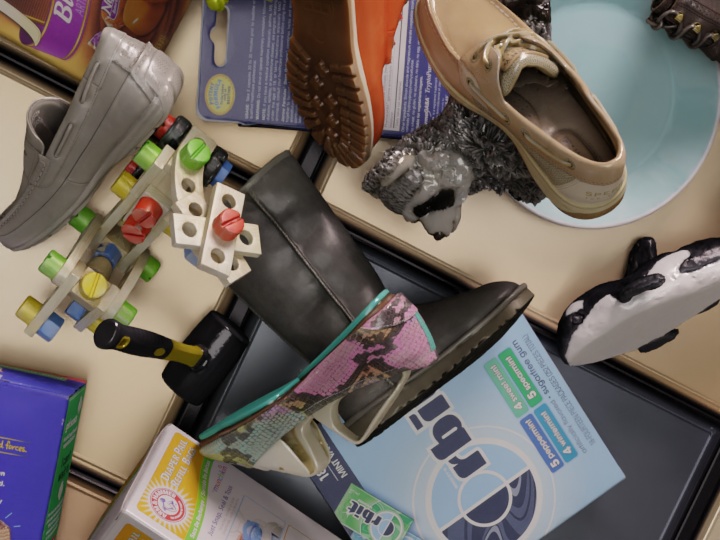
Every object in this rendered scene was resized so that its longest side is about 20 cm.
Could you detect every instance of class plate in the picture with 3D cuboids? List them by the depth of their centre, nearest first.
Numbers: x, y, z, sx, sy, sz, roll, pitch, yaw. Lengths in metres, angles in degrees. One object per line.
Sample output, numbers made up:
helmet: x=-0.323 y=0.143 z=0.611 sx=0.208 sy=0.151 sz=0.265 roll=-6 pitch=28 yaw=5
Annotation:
plate: x=0.174 y=-0.133 z=0.919 sx=0.197 sy=0.026 sz=0.204 roll=-1 pitch=95 yaw=-7

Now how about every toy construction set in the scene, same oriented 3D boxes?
toy construction set: x=-0.146 y=-0.026 z=0.823 sx=0.092 sy=0.198 sz=0.132 roll=48 pitch=45 yaw=-24

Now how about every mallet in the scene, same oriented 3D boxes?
mallet: x=-0.123 y=0.045 z=0.820 sx=0.041 sy=0.200 sz=0.066 roll=39 pitch=84 yaw=15

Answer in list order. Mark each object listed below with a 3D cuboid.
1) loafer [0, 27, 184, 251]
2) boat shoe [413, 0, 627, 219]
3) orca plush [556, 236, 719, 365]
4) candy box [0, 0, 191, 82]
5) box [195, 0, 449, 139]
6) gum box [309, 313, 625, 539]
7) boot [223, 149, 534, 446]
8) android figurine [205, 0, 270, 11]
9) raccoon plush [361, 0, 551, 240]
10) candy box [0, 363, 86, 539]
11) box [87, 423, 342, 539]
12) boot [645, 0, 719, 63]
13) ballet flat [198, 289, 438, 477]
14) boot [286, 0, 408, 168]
loafer: x=-0.198 y=-0.087 z=0.826 sx=0.070 sy=0.070 sz=0.200 roll=38 pitch=122 yaw=-19
boat shoe: x=0.103 y=-0.125 z=0.780 sx=0.072 sy=0.065 sz=0.201 roll=-30 pitch=66 yaw=-10
orca plush: x=0.227 y=-0.006 z=0.909 sx=0.199 sy=0.105 sz=0.072 roll=-38 pitch=54 yaw=23
candy box: x=-0.210 y=-0.205 z=0.807 sx=0.199 sy=0.056 sz=0.118 roll=28 pitch=91 yaw=-39
box: x=-0.019 y=-0.160 z=0.882 sx=0.197 sy=0.032 sz=0.123 roll=4 pitch=94 yaw=-15
gum box: x=0.071 y=0.139 z=0.919 sx=0.199 sy=0.045 sz=0.171 roll=-35 pitch=96 yaw=-3
boot: x=0.001 y=-0.001 z=0.872 sx=0.181 sy=0.073 sz=0.201 roll=-35 pitch=77 yaw=-3
android figurine: x=-0.074 y=-0.264 z=0.834 sx=0.181 sy=0.041 sz=0.202 roll=30 pitch=64 yaw=-9
raccoon plush: x=0.066 y=-0.121 z=0.863 sx=0.132 sy=0.097 sz=0.203 roll=0 pitch=66 yaw=-5
candy box: x=-0.299 y=0.163 z=0.865 sx=0.166 sy=0.077 sz=0.203 roll=12 pitch=94 yaw=-6
box: x=-0.096 y=0.223 z=0.861 sx=0.199 sy=0.102 sz=0.113 roll=36 pitch=118 yaw=-8
boot: x=0.279 y=-0.152 z=0.892 sx=0.172 sy=0.069 sz=0.203 roll=22 pitch=81 yaw=-21
ballet flat: x=-0.028 y=0.092 z=0.815 sx=0.199 sy=0.069 sz=0.072 roll=-38 pitch=87 yaw=26
boot: x=0.004 y=-0.168 z=0.818 sx=0.107 sy=0.075 sz=0.202 roll=-35 pitch=137 yaw=-34
